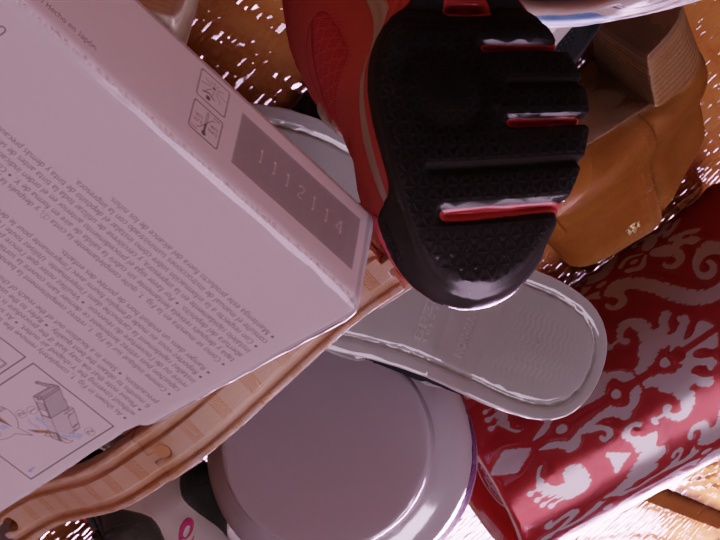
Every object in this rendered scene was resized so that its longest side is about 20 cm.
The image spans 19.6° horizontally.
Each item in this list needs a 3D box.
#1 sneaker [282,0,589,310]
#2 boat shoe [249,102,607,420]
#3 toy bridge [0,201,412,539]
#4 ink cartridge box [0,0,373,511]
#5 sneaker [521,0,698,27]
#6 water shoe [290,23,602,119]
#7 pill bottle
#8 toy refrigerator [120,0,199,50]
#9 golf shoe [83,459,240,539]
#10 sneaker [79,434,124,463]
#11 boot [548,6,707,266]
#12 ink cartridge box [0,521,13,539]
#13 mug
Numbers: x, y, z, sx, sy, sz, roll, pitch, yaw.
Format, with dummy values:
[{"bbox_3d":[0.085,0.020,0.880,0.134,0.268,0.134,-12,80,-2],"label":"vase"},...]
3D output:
[{"bbox_3d":[0.017,-0.066,0.685,0.074,0.200,0.087,2,148,-22],"label":"sneaker"},{"bbox_3d":[0.000,0.000,0.773,0.200,0.060,0.076,34,80,-27],"label":"boat shoe"},{"bbox_3d":[-0.059,0.043,0.704,0.200,0.027,0.067,-34,-162,30],"label":"toy bridge"},{"bbox_3d":[-0.127,-0.023,0.606,0.176,0.045,0.200,-30,122,31],"label":"ink cartridge box"},{"bbox_3d":[0.119,-0.125,0.746,0.200,0.072,0.072,-12,114,-3],"label":"sneaker"},{"bbox_3d":[0.045,-0.073,0.837,0.200,0.072,0.079,-44,156,11],"label":"water shoe"},{"bbox_3d":[-0.006,0.078,0.904,0.112,0.112,0.200,-39,172,-1],"label":"pill bottle"},{"bbox_3d":[-0.104,-0.038,0.675,0.076,0.070,0.200,-76,-174,-46],"label":"toy refrigerator"},{"bbox_3d":[-0.082,0.135,0.980,0.077,0.088,0.200,-38,155,-7],"label":"golf shoe"},{"bbox_3d":[-0.097,0.048,0.835,0.200,0.076,0.070,-27,151,-22],"label":"sneaker"},{"bbox_3d":[0.083,-0.032,0.948,0.201,0.071,0.144,-41,151,-10],"label":"boot"},{"bbox_3d":[-0.164,0.207,0.856,0.083,0.200,0.147,-6,138,-49],"label":"ink cartridge box"},{"bbox_3d":[0.144,0.071,1.129,0.200,0.133,0.178,-31,151,-11],"label":"mug"}]
